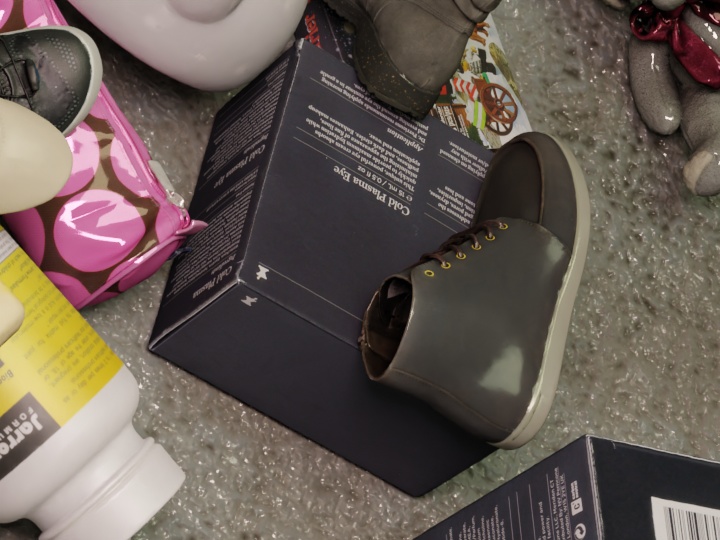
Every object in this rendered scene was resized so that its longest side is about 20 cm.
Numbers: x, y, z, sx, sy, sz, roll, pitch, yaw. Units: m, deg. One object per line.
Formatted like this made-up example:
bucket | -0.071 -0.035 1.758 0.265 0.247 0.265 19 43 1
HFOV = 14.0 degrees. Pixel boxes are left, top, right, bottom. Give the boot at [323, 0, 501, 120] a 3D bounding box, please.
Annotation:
boot | 0.041 -0.189 1.752 0.068 0.131 0.200 24 25 -33

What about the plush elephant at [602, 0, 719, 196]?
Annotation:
plush elephant | 0.218 -0.184 1.960 0.155 0.165 0.200 36 19 -33

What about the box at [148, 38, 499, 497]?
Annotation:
box | 0.000 0.000 1.726 0.200 0.104 0.183 30 50 -20

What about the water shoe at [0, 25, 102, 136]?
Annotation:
water shoe | -0.229 -0.080 1.561 0.199 0.079 0.072 -22 85 -9

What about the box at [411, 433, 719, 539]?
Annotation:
box | 0.131 0.186 1.658 0.148 0.200 0.107 13 58 -32

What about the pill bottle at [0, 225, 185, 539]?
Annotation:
pill bottle | -0.187 0.061 1.547 0.200 0.111 0.111 48 47 -5

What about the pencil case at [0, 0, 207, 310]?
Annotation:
pencil case | -0.173 -0.080 1.647 0.200 0.094 0.091 57 23 1

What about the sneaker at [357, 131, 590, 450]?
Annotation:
sneaker | 0.065 -0.008 1.656 0.106 0.075 0.201 26 54 -28

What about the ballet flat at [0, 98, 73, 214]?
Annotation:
ballet flat | -0.246 -0.073 1.484 0.199 0.070 0.070 10 56 1

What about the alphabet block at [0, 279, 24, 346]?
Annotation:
alphabet block | -0.318 0.042 1.403 0.195 0.196 0.200 49 47 -7

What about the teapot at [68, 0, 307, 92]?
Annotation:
teapot | -0.096 -0.212 1.703 0.200 0.146 0.197 46 16 18

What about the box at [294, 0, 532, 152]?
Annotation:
box | 0.022 -0.158 1.873 0.136 0.038 0.201 -6 70 -39
